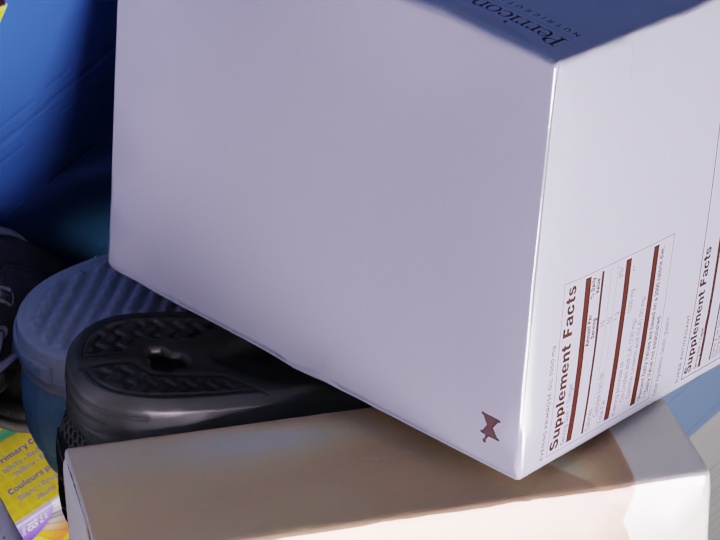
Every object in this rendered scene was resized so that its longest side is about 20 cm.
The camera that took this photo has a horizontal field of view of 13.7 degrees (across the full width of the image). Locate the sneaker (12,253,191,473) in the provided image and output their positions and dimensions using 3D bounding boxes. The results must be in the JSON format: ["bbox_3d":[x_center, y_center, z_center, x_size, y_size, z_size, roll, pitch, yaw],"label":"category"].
[{"bbox_3d":[-0.031,0.025,1.094,0.199,0.074,0.082,-11,134,-17],"label":"sneaker"}]

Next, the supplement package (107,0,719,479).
[{"bbox_3d":[0.051,-0.062,1.013,0.200,0.191,0.148,-25,130,-42],"label":"supplement package"}]

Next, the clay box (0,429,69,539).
[{"bbox_3d":[-0.169,0.126,1.210,0.200,0.048,0.115,-34,157,-22],"label":"clay box"}]

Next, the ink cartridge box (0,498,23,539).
[{"bbox_3d":[-0.183,0.126,0.949,0.043,0.201,0.196,-16,-165,42],"label":"ink cartridge box"}]

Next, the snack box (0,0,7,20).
[{"bbox_3d":[-0.212,-0.010,0.840,0.200,0.068,0.169,-24,153,-40],"label":"snack box"}]

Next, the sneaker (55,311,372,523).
[{"bbox_3d":[-0.011,0.073,1.043,0.199,0.076,0.115,-1,127,-20],"label":"sneaker"}]

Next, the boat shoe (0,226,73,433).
[{"bbox_3d":[-0.120,0.029,1.105,0.067,0.057,0.200,-49,160,13],"label":"boat shoe"}]

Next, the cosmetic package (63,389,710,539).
[{"bbox_3d":[0.008,0.103,0.975,0.199,0.071,0.106,-9,119,-11],"label":"cosmetic package"}]
